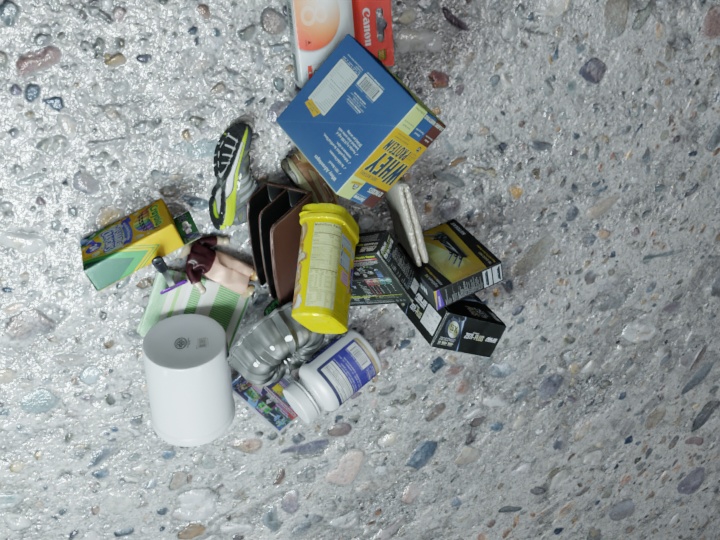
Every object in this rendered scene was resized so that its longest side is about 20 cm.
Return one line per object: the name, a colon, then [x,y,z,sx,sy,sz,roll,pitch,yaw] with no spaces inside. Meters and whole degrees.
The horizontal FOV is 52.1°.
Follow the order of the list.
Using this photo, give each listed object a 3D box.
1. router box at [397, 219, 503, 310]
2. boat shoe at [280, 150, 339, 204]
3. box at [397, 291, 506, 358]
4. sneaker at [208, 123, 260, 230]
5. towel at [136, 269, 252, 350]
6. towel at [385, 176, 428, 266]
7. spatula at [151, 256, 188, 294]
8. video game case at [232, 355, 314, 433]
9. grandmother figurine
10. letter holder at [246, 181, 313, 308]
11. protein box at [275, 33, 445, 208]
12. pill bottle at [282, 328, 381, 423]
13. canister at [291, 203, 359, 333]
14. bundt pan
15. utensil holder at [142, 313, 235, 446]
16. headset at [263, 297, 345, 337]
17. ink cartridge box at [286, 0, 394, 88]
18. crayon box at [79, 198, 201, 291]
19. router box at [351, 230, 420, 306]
router box: [0.179,-0.017,1.539,0.156,0.200,0.052,-24,127,-12]
boat shoe: [-0.073,-0.153,1.430,0.074,0.076,0.200,-40,127,-5]
box: [0.190,0.091,1.601,0.163,0.200,0.087,15,111,-29]
sneaker: [-0.226,-0.174,1.362,0.081,0.074,0.201,-6,120,-43]
towel: [-0.328,0.082,1.472,0.199,0.023,0.153,15,109,-28]
towel: [0.088,-0.116,1.487,0.034,0.133,0.201,-22,124,-7]
spatula: [-0.349,0.010,1.324,0.056,0.021,0.200,-27,164,-11]
video game case: [-0.170,0.250,1.632,0.182,0.023,0.200,-39,126,-1]
grandmother figurine: [-0.291,-0.013,1.411,0.199,0.060,0.122,32,57,-30]
letter holder: [-0.158,-0.039,1.382,0.142,0.100,0.201,-50,147,-44]
protein box: [-0.001,-0.257,1.294,0.200,0.199,0.135,-47,155,15]
pill bottle: [-0.063,0.229,1.584,0.200,0.119,0.120,-37,126,-20]
canister: [-0.062,0.000,1.320,0.086,0.201,0.149,0,162,16]
bundt pan: [-0.150,0.147,1.400,0.201,0.076,0.202,-34,160,-14]
utensil holder: [-0.333,0.210,1.428,0.169,0.170,0.201,-12,129,-18]
headset: [-0.106,0.095,1.518,0.123,0.094,0.199,-38,153,27]
ink cartridge box: [-0.027,-0.424,1.322,0.199,0.050,0.163,-13,121,-14]
crayon box: [-0.392,-0.056,1.305,0.199,0.126,0.052,-29,124,-9]
router box: [0.000,0.000,1.478,0.150,0.199,0.062,53,47,-36]
